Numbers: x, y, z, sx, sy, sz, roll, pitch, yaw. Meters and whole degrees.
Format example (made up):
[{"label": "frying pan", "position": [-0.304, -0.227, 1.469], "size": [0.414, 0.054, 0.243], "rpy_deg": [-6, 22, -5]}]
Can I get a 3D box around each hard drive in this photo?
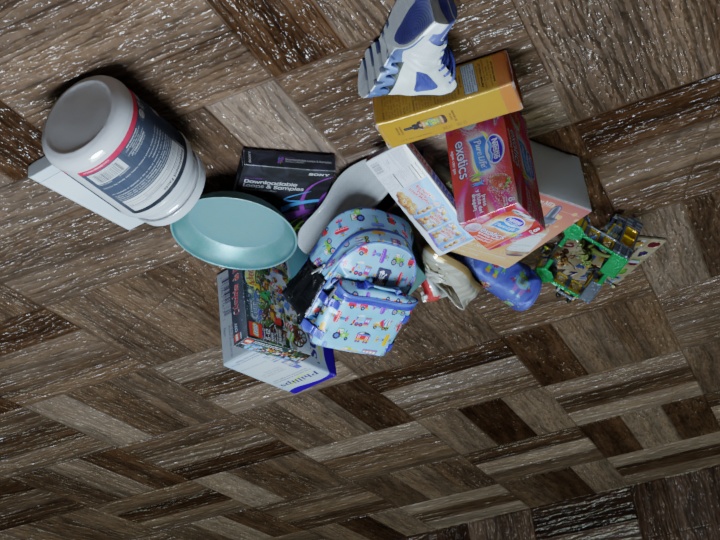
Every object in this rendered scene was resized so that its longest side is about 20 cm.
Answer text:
[{"label": "hard drive", "position": [-0.376, -0.131, 1.558], "size": [0.132, 0.027, 0.200], "rpy_deg": [-23, 147, 27]}]

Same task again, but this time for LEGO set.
[{"label": "LEGO set", "position": [0.403, -0.044, 1.825], "size": [0.154, 0.116, 0.200], "rpy_deg": [25, 141, 10]}]

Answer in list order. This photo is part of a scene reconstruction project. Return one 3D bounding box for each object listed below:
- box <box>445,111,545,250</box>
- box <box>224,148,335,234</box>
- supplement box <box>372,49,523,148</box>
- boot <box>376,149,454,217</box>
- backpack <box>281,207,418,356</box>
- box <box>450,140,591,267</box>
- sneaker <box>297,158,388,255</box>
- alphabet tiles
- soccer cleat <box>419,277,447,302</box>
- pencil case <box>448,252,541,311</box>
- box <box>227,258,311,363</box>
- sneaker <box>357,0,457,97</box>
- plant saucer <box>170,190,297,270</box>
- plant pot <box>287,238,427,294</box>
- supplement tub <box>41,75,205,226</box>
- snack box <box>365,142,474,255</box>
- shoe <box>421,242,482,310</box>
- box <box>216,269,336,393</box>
[{"label": "box", "position": [0.189, -0.145, 1.478], "size": [0.095, 0.200, 0.100], "rpy_deg": [-20, 148, 26]}, {"label": "box", "position": [-0.130, -0.117, 1.627], "size": [0.143, 0.036, 0.200], "rpy_deg": [2, 149, -16]}, {"label": "supplement box", "position": [0.119, -0.236, 1.440], "size": [0.200, 0.069, 0.067], "rpy_deg": [-17, 149, 14]}, {"label": "boot", "position": [0.088, -0.100, 1.641], "size": [0.097, 0.075, 0.200], "rpy_deg": [27, 140, -13]}, {"label": "backpack", "position": [0.005, 0.012, 1.586], "size": [0.183, 0.135, 0.200], "rpy_deg": [16, 116, -34]}, {"label": "box", "position": [0.237, -0.107, 1.653], "size": [0.152, 0.106, 0.200], "rpy_deg": [14, 145, -32]}, {"label": "sneaker", "position": [-0.010, -0.107, 1.650], "size": [0.200, 0.074, 0.116], "rpy_deg": [-42, 172, 17]}, {"label": "alphabet tiles", "position": [0.443, -0.025, 1.945], "size": [0.200, 0.008, 0.167], "rpy_deg": [6, 149, -21]}, {"label": "soccer cleat", "position": [0.145, 0.017, 1.853], "size": [0.085, 0.069, 0.200], "rpy_deg": [-22, 173, 7]}, {"label": "pencil case", "position": [0.229, -0.012, 1.803], "size": [0.200, 0.087, 0.078], "rpy_deg": [36, 165, -26]}, {"label": "box", "position": [-0.155, 0.047, 1.744], "size": [0.137, 0.200, 0.038], "rpy_deg": [20, 139, -40]}, {"label": "sneaker", "position": [0.086, -0.286, 1.342], "size": [0.115, 0.081, 0.199], "rpy_deg": [4, 156, -25]}, {"label": "plant saucer", "position": [-0.196, -0.068, 1.628], "size": [0.200, 0.036, 0.200], "rpy_deg": [4, 147, 3]}, {"label": "plant pot", "position": [0.000, 0.000, 1.763], "size": [0.200, 0.141, 0.141], "rpy_deg": [-24, 148, 14]}, {"label": "supplement tub", "position": [-0.317, -0.158, 1.406], "size": [0.140, 0.140, 0.200], "rpy_deg": [-19, 149, 20]}, {"label": "snack box", "position": [0.094, -0.110, 1.568], "size": [0.072, 0.024, 0.200], "rpy_deg": [-26, 119, 27]}, {"label": "shoe", "position": [0.149, 0.012, 1.728], "size": [0.053, 0.070, 0.200], "rpy_deg": [-56, 146, -4]}, {"label": "box", "position": [-0.150, 0.100, 1.858], "size": [0.105, 0.184, 0.200], "rpy_deg": [-26, 146, 27]}]
